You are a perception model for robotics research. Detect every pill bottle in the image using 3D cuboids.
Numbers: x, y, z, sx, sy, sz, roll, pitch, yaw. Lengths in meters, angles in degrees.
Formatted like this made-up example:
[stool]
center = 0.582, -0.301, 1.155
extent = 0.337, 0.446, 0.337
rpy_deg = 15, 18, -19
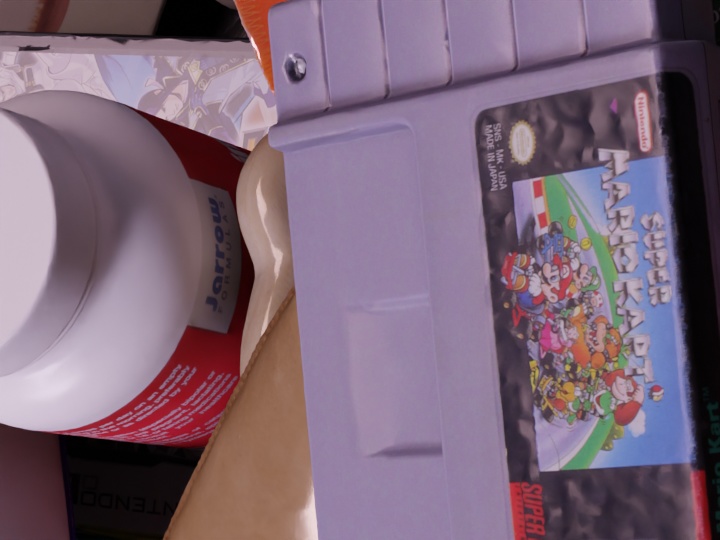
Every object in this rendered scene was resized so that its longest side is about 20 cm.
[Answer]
[pill bottle]
center = -0.083, 0.002, 0.760
extent = 0.112, 0.200, 0.113
rpy_deg = -4, 81, 26

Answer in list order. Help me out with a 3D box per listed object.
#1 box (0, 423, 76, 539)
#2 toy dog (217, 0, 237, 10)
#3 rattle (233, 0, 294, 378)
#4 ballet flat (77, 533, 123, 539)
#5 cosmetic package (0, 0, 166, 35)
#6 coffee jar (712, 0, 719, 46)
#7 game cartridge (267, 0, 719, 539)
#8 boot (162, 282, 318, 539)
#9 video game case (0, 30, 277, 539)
[box]
center = -0.200, 0.100, 0.825
extent = 0.200, 0.104, 0.185
rpy_deg = -46, 41, 35
[toy dog]
center = 0.038, -0.116, 0.756
extent = 0.200, 0.132, 0.097
rpy_deg = -6, 116, 59
[rattle]
center = 0.000, 0.000, 0.745
extent = 0.201, 0.130, 0.143
rpy_deg = 61, 177, 1
[ballet flat]
center = -0.107, 0.103, 0.945
extent = 0.071, 0.070, 0.201
rpy_deg = -50, 45, 37
[cosmetic package]
center = -0.132, -0.132, 0.986
extent = 0.103, 0.087, 0.201
rpy_deg = -118, 46, -68
[coffee jar]
center = 0.084, -0.029, 0.599
extent = 0.201, 0.085, 0.104
rpy_deg = 61, 155, -1
[game cartridge]
center = 0.036, 0.023, 0.535
extent = 0.129, 0.038, 0.201
rpy_deg = -9, 85, 47
[boot]
center = 0.010, 0.114, 0.654
extent = 0.200, 0.175, 0.066
rpy_deg = -53, 3, 28
[video game case]
center = -0.088, 0.006, 0.887
extent = 0.180, 0.025, 0.201
rpy_deg = 4, 85, 25
